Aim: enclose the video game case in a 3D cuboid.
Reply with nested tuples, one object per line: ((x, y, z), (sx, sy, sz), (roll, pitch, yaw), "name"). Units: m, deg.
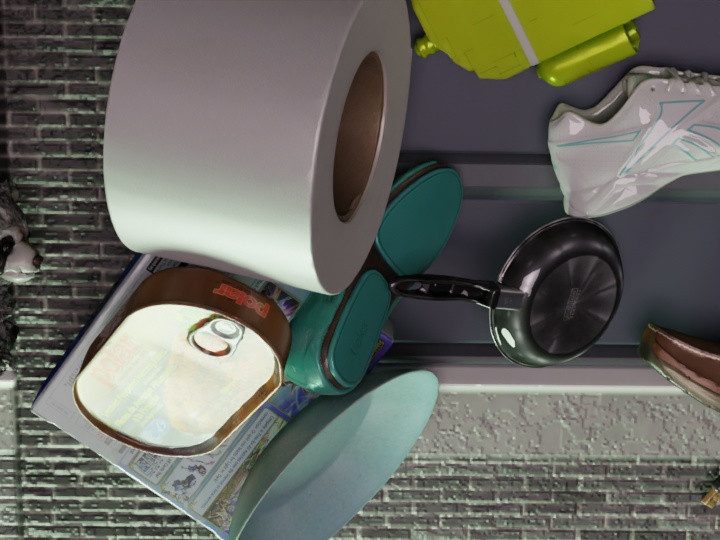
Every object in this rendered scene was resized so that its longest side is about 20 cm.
((-0.105, 0.068, 1.401), (0.181, 0.045, 0.201), (36, 104, -10), "video game case")

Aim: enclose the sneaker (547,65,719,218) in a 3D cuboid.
((0.221, -0.105, 1.336), (0.199, 0.070, 0.081), (-21, 105, 7), "sneaker")

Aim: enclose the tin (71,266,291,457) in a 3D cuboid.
((-0.120, 0.062, 1.303), (0.111, 0.042, 0.200), (24, 144, -18), "tin")

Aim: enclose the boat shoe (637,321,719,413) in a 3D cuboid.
((0.294, 0.075, 1.399), (0.198, 0.076, 0.074), (23, 97, -12), "boat shoe")

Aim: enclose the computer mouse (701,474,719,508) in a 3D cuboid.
((0.300, 0.219, 1.454), (0.140, 0.046, 0.201), (34, 105, -12), "computer mouse")

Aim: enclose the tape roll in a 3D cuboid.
((-0.062, -0.097, 1.245), (0.138, 0.203, 0.205), (11, 109, 14), "tape roll")

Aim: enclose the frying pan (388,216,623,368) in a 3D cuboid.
((0.116, 0.004, 1.350), (0.189, 0.031, 0.116), (29, 95, -40), "frying pan")

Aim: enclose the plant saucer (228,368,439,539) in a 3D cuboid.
((-0.028, 0.133, 1.368), (0.039, 0.201, 0.202), (43, 105, 21), "plant saucer")

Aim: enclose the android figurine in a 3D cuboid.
((0.114, -0.205, 1.304), (0.199, 0.041, 0.183), (-25, 114, 17), "android figurine")

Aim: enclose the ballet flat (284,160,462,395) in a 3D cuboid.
((0.000, 0.000, 1.339), (0.070, 0.201, 0.068), (-1, 136, 40), "ballet flat")

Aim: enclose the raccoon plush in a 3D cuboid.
((-0.315, 0.003, 1.359), (0.198, 0.097, 0.136), (1, 100, 0), "raccoon plush")
